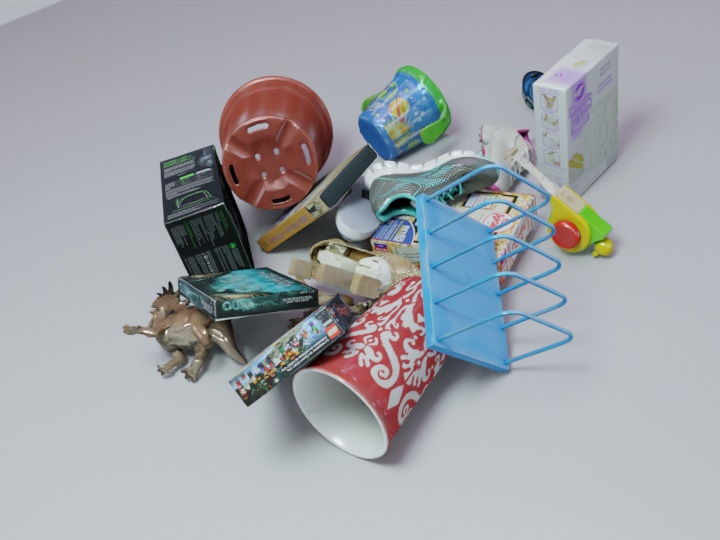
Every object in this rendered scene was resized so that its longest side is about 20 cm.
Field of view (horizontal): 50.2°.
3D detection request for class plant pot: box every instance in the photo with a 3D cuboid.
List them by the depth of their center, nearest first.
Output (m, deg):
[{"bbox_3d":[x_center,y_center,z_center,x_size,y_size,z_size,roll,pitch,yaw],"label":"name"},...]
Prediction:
[{"bbox_3d":[-0.141,-0.199,1.249,0.199,0.202,0.195,-14,23,2],"label":"plant pot"}]

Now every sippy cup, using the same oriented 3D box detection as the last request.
[{"bbox_3d":[0.070,-0.271,1.366,0.130,0.140,0.178,-40,5,-13],"label":"sippy cup"}]

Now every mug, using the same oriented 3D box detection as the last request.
[{"bbox_3d":[0.014,0.100,0.935,0.177,0.134,0.200,18,46,33],"label":"mug"}]

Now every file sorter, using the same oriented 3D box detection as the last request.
[{"bbox_3d":[0.160,-0.003,0.913,0.122,0.138,0.201,-27,54,41],"label":"file sorter"}]

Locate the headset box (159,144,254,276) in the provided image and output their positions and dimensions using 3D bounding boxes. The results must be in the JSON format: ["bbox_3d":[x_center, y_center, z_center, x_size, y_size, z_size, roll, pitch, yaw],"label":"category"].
[{"bbox_3d":[-0.233,-0.070,1.185,0.092,0.175,0.200,-19,37,-3],"label":"headset box"}]

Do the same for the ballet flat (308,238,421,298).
[{"bbox_3d":[0.000,0.000,1.100,0.199,0.071,0.065,15,11,42],"label":"ballet flat"}]

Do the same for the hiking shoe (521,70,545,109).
[{"bbox_3d":[0.338,-0.319,1.355,0.074,0.087,0.200,-17,39,-1],"label":"hiking shoe"}]

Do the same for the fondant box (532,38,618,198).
[{"bbox_3d":[0.326,-0.221,1.153,0.058,0.201,0.144,24,53,39],"label":"fondant box"}]

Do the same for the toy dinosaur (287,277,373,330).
[{"bbox_3d":[-0.063,0.048,1.095,0.101,0.059,0.199,-21,27,-33],"label":"toy dinosaur"}]

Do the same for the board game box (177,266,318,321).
[{"bbox_3d":[-0.154,0.028,1.018,0.134,0.028,0.200,-6,10,-25],"label":"board game box"}]

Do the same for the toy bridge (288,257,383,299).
[{"bbox_3d":[-0.027,0.011,1.033,0.200,0.067,0.027,13,88,59],"label":"toy bridge"}]

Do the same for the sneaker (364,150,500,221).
[{"bbox_3d":[0.104,-0.113,1.113,0.199,0.078,0.092,-8,54,15],"label":"sneaker"}]

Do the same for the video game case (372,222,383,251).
[{"bbox_3d":[0.092,-0.075,1.203,0.142,0.018,0.201,-7,40,10],"label":"video game case"}]

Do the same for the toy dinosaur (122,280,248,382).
[{"bbox_3d":[-0.239,0.077,1.087,0.199,0.086,0.136,7,37,18],"label":"toy dinosaur"}]

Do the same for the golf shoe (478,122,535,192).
[{"bbox_3d":[0.236,-0.178,1.236,0.091,0.076,0.201,-2,42,11],"label":"golf shoe"}]

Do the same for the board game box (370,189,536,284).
[{"bbox_3d":[0.137,-0.061,1.119,0.199,0.046,0.152,11,46,30],"label":"board game box"}]

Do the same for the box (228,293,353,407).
[{"bbox_3d":[-0.076,0.090,0.927,0.136,0.038,0.200,-37,1,4],"label":"box"}]

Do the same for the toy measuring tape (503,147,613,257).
[{"bbox_3d":[0.271,-0.087,1.083,0.200,0.074,0.074,43,61,12],"label":"toy measuring tape"}]

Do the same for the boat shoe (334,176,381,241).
[{"bbox_3d":[-0.005,-0.082,1.189,0.073,0.066,0.200,24,27,-2],"label":"boat shoe"}]

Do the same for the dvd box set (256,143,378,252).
[{"bbox_3d":[-0.070,-0.111,1.204,0.200,0.029,0.147,-28,19,51],"label":"dvd box set"}]
